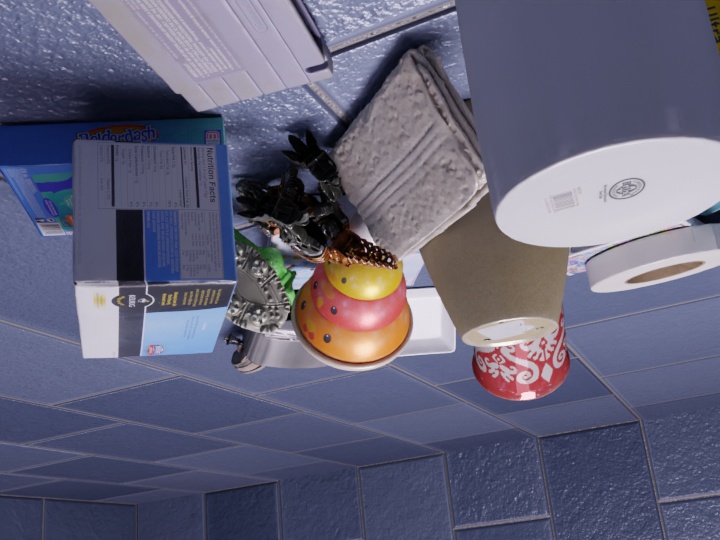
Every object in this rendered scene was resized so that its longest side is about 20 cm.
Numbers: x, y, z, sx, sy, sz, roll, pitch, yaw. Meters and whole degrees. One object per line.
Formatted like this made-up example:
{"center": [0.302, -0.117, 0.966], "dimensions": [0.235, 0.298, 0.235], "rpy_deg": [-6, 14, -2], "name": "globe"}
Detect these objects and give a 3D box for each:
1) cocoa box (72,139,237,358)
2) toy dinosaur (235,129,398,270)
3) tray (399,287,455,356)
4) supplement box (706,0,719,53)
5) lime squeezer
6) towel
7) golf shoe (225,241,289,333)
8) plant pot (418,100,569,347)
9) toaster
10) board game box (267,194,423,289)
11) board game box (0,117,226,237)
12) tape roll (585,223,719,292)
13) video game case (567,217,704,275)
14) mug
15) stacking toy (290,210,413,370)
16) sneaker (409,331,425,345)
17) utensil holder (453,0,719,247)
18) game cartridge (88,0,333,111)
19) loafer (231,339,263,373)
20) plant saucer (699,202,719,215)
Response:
{"center": [-0.190, -0.012, 0.765], "dimensions": [0.129, 0.135, 0.200], "rpy_deg": [-1, 158, -17], "name": "cocoa box"}
{"center": [-0.047, -0.055, 0.833], "dimensions": [0.197, 0.103, 0.136], "rpy_deg": [7, 151, 20], "name": "toy dinosaur"}
{"center": [0.047, 0.077, 1.279], "dimensions": [0.197, 0.109, 0.022], "rpy_deg": [-3, -161, -7], "name": "tray"}
{"center": [0.245, -0.148, 0.692], "dimensions": [0.198, 0.111, 0.109], "rpy_deg": [-12, 159, 15], "name": "supplement box"}
{"center": [-0.108, 0.002, 0.977], "dimensions": [0.070, 0.038, 0.200], "rpy_deg": [9, 152, 36], "name": "lime squeezer"}
{"center": [0.042, -0.096, 0.755], "dimensions": [0.034, 0.134, 0.200], "rpy_deg": [-26, 173, -31], "name": "towel"}
{"center": [-0.161, -0.002, 0.935], "dimensions": [0.199, 0.079, 0.097], "rpy_deg": [38, 168, 1], "name": "golf shoe"}
{"center": [0.130, -0.034, 0.833], "dimensions": [0.185, 0.203, 0.188], "rpy_deg": [-5, 160, -2], "name": "plant pot"}
{"center": [-0.085, 0.063, 1.158], "dimensions": [0.197, 0.115, 0.129], "rpy_deg": [1, 154, -13], "name": "toaster"}
{"center": [-0.014, -0.031, 1.023], "dimensions": [0.197, 0.042, 0.200], "rpy_deg": [-2, 159, -10], "name": "board game box"}
{"center": [-0.225, -0.087, 0.814], "dimensions": [0.197, 0.046, 0.152], "rpy_deg": [-3, 158, -8], "name": "board game box"}
{"center": [0.404, -0.014, 1.131], "dimensions": [0.200, 0.038, 0.203], "rpy_deg": [-10, 168, -2], "name": "tape roll"}
{"center": [0.347, -0.033, 1.124], "dimensions": [0.198, 0.018, 0.143], "rpy_deg": [-19, 166, 31], "name": "video game case"}
{"center": [0.188, 0.046, 1.109], "dimensions": [0.176, 0.133, 0.202], "rpy_deg": [24, 143, 35], "name": "mug"}
{"center": [0.000, 0.000, 0.925], "dimensions": [0.144, 0.147, 0.201], "rpy_deg": [-2, 139, -11], "name": "stacking toy"}
{"center": [0.017, 0.090, 1.343], "dimensions": [0.197, 0.071, 0.093], "rpy_deg": [-13, -174, -6], "name": "sneaker"}
{"center": [0.153, -0.138, 0.566], "dimensions": [0.168, 0.203, 0.170], "rpy_deg": [-6, 159, -2], "name": "utensil holder"}
{"center": [-0.109, -0.187, 0.604], "dimensions": [0.128, 0.039, 0.200], "rpy_deg": [-7, 160, 14], "name": "game cartridge"}
{"center": [-0.148, 0.097, 1.307], "dimensions": [0.063, 0.073, 0.199], "rpy_deg": [29, 136, -31], "name": "loafer"}
{"center": [0.456, -0.114, 0.973], "dimensions": [0.069, 0.019, 0.200], "rpy_deg": [7, 155, -29], "name": "plant saucer"}
